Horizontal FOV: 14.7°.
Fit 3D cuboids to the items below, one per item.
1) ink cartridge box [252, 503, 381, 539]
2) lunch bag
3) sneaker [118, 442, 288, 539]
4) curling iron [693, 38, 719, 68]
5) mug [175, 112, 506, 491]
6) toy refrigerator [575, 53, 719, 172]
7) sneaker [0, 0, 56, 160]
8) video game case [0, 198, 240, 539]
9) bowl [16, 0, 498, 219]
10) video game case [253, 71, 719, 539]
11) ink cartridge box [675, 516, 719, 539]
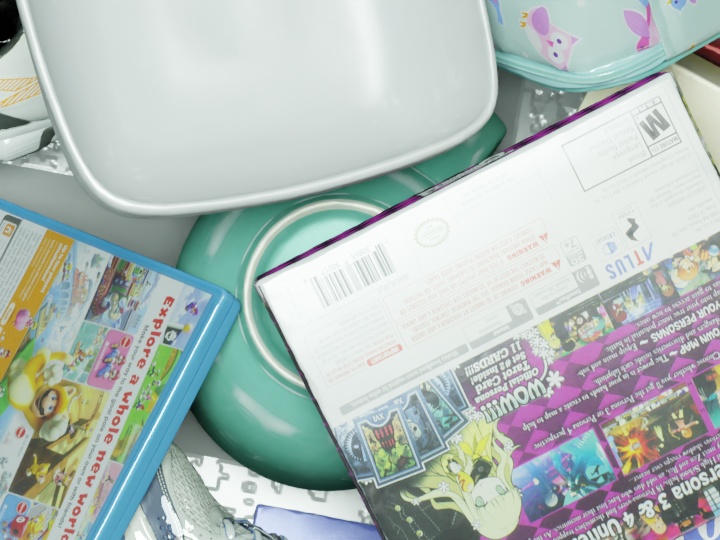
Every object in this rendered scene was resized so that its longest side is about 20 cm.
[{"bbox_3d":[0.028,0.222,1.274,0.196,0.047,0.201,10,83,-1],"label":"ink cartridge box"},{"bbox_3d":[0.128,-0.160,1.273,0.200,0.160,0.077,-31,119,-24],"label":"lunch bag"},{"bbox_3d":[-0.026,0.148,1.214,0.085,0.077,0.200,-37,89,18],"label":"sneaker"},{"bbox_3d":[0.149,-0.106,1.339,0.200,0.026,0.050,36,84,2],"label":"curling iron"},{"bbox_3d":[-0.011,0.004,1.268,0.151,0.114,0.186,4,82,-3],"label":"mug"},{"bbox_3d":[0.194,-0.033,1.292,0.199,0.070,0.076,29,104,9],"label":"toy refrigerator"},{"bbox_3d":[-0.117,-0.106,1.280,0.199,0.080,0.074,-17,54,-9],"label":"sneaker"},{"bbox_3d":[-0.161,0.045,1.245,0.199,0.018,0.144,21,78,36],"label":"video game case"},{"bbox_3d":[-0.055,-0.122,1.210,0.199,0.075,0.201,-12,82,-17],"label":"bowl"},{"bbox_3d":[0.082,0.039,1.190,0.199,0.036,0.182,-27,95,-1],"label":"video game case"},{"bbox_3d":[0.127,0.146,1.237,0.199,0.044,0.095,-15,89,-1],"label":"ink cartridge box"}]
